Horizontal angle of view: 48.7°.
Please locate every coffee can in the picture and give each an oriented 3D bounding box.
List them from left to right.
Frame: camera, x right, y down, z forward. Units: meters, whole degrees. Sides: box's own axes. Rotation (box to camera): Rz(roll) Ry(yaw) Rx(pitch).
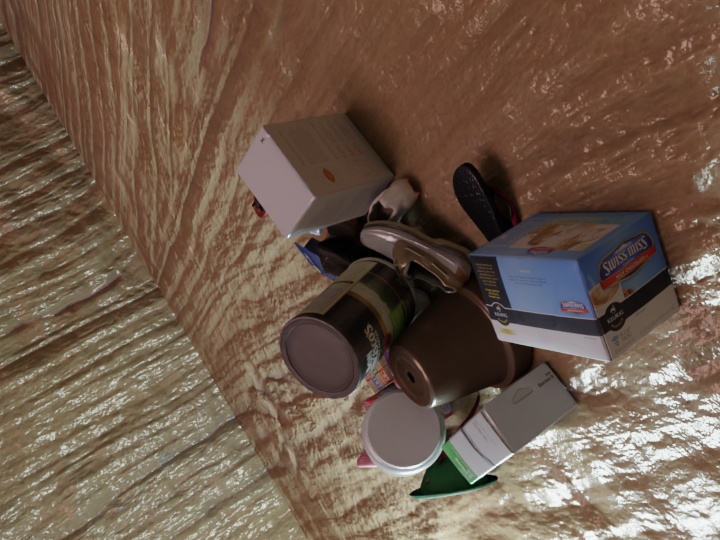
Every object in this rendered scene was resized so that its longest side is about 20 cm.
[{"bbox_3d":[-0.015,0.087,1.275,0.146,0.200,0.147,16,126,24],"label":"coffee can"}]

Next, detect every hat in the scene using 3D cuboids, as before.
[{"bbox_3d":[0.172,0.330,1.531,0.199,0.165,0.177,-15,82,22],"label":"hat"}]

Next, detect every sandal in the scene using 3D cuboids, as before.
[{"bbox_3d":[0.194,-0.074,1.124,0.200,0.045,0.075,54,164,-22],"label":"sandal"}]

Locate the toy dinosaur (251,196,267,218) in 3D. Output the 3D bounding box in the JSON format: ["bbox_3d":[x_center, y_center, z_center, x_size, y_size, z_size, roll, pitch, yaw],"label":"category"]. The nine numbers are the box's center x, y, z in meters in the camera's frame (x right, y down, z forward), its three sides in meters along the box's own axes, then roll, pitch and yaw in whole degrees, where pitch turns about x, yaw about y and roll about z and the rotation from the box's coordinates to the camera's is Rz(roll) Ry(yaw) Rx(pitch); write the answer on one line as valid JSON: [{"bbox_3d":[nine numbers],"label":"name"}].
[{"bbox_3d":[-0.174,-0.183,1.559,0.105,0.200,0.182,38,104,21],"label":"toy dinosaur"}]

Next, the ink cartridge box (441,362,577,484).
[{"bbox_3d":[0.231,0.246,1.263,0.084,0.146,0.200,52,155,15],"label":"ink cartridge box"}]

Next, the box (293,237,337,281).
[{"bbox_3d":[-0.036,0.001,1.565,0.200,0.032,0.121,29,165,34],"label":"box"}]

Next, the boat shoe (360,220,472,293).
[{"bbox_3d":[0.080,-0.023,1.264,0.199,0.069,0.075,18,160,27],"label":"boat shoe"}]

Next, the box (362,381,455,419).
[{"bbox_3d":[0.093,0.279,1.622,0.100,0.095,0.200,60,156,2],"label":"box"}]

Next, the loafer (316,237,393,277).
[{"bbox_3d":[0.000,0.000,1.422,0.200,0.073,0.072,28,131,45],"label":"loafer"}]

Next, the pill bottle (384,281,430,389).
[{"bbox_3d":[0.087,0.112,1.433,0.112,0.112,0.201,14,129,58],"label":"pill bottle"}]

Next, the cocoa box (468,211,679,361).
[{"bbox_3d":[0.256,0.012,0.977,0.200,0.133,0.132,6,122,61],"label":"cocoa box"}]

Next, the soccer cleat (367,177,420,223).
[{"bbox_3d":[0.040,-0.086,1.349,0.069,0.077,0.200,52,155,16],"label":"soccer cleat"}]

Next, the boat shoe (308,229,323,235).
[{"bbox_3d":[-0.085,-0.129,1.429,0.200,0.065,0.074,-72,-10,-64],"label":"boat shoe"}]

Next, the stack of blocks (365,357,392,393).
[{"bbox_3d":[0.013,0.147,1.676,0.200,0.058,0.115,55,155,11],"label":"stack of blocks"}]

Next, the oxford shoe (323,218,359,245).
[{"bbox_3d":[-0.029,-0.081,1.519,0.071,0.072,0.200,13,163,-2],"label":"oxford shoe"}]

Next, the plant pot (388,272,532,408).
[{"bbox_3d":[0.142,0.126,1.271,0.200,0.174,0.201,44,151,33],"label":"plant pot"}]

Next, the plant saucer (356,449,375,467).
[{"bbox_3d":[0.091,0.381,1.656,0.200,0.199,0.051,143,128,-65],"label":"plant saucer"}]

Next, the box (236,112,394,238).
[{"bbox_3d":[-0.072,-0.160,1.310,0.153,0.200,0.106,53,132,15],"label":"box"}]

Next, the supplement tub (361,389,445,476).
[{"bbox_3d":[0.075,0.287,1.403,0.146,0.145,0.200,53,173,14],"label":"supplement tub"}]
